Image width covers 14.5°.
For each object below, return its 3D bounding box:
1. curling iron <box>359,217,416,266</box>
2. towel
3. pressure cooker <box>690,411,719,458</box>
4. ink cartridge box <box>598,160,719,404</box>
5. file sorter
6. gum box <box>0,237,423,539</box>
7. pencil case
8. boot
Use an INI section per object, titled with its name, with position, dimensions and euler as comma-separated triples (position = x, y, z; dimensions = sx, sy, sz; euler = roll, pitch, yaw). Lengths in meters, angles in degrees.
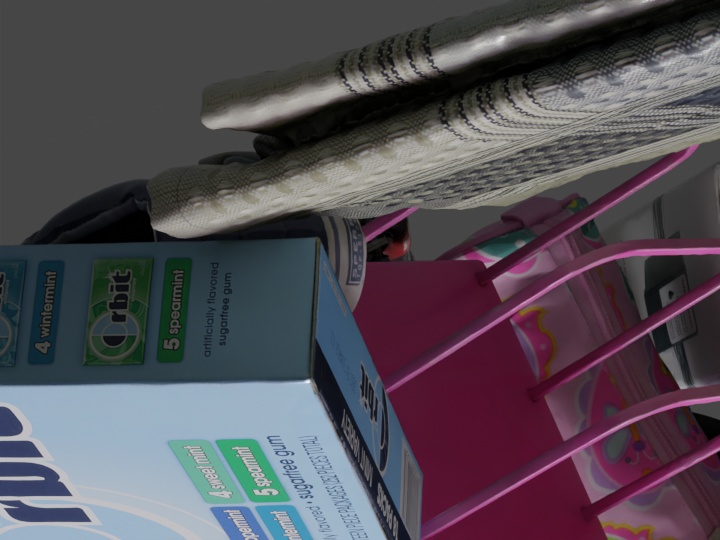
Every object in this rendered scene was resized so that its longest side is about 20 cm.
[curling iron]
position = 0.000, 0.000, 1.065
dimensions = 0.049, 0.026, 0.200
euler = -15, 173, 3
[towel]
position = 0.066, -0.051, 0.729
dimensions = 0.199, 0.035, 0.192
euler = -18, 175, 32
[pressure cooker]
position = 0.115, 0.158, 1.230
dimensions = 0.175, 0.179, 0.200
euler = -35, 161, 12
[ink cartridge box]
position = 0.189, -0.001, 1.142
dimensions = 0.145, 0.084, 0.200
euler = -10, 175, -11
[file sorter]
position = 0.080, 0.063, 0.912
dimensions = 0.125, 0.201, 0.139
euler = -32, 164, 30
[gum box]
position = -0.093, 0.047, 0.806
dimensions = 0.198, 0.045, 0.170
euler = -2, 155, 11
[pencil case]
position = 0.096, 0.071, 1.055
dimensions = 0.087, 0.201, 0.087
euler = -29, 171, -5
[boot]
position = -0.097, 0.023, 0.883
dimensions = 0.200, 0.073, 0.090
euler = -34, 157, 34
